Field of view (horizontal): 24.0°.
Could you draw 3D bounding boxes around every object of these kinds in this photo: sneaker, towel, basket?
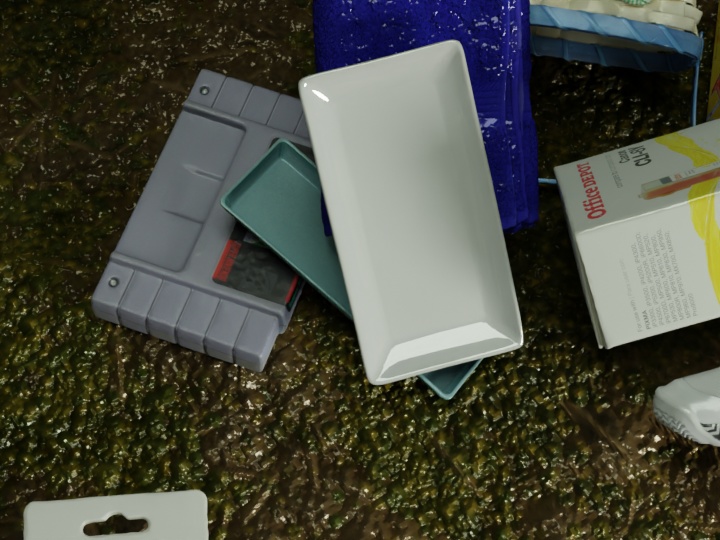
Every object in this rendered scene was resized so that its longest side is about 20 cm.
[{"bbox_3d":[0.281,0.046,1.068,0.197,0.075,0.116,-3,105,-8],"label":"sneaker"},{"bbox_3d":[0.044,-0.121,1.092,0.146,0.050,0.203,-4,99,-9],"label":"towel"},{"bbox_3d":[0.152,-0.155,1.179,0.174,0.139,0.203,6,94,4],"label":"basket"}]

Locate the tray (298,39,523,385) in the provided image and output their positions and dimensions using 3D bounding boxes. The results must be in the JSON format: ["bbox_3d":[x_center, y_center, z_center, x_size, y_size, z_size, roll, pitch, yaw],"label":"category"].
[{"bbox_3d":[0.032,-0.036,1.072,0.106,0.022,0.202,-14,101,-5],"label":"tray"}]

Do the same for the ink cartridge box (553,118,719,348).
[{"bbox_3d":[0.229,-0.037,1.070,0.198,0.084,0.145,-17,19,7],"label":"ink cartridge box"}]

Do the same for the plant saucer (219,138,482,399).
[{"bbox_3d":[0.000,0.000,1.122,0.200,0.019,0.070,41,62,4],"label":"plant saucer"}]

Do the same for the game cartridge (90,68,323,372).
[{"bbox_3d":[-0.086,-0.038,1.157,0.128,0.039,0.202,15,61,11],"label":"game cartridge"}]

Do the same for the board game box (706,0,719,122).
[{"bbox_3d":[0.295,-0.194,1.195,0.034,0.135,0.202,18,60,-10],"label":"board game box"}]

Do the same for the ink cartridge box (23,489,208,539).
[{"bbox_3d":[-0.137,0.236,0.981,0.114,0.068,0.202,-3,61,-4],"label":"ink cartridge box"}]
